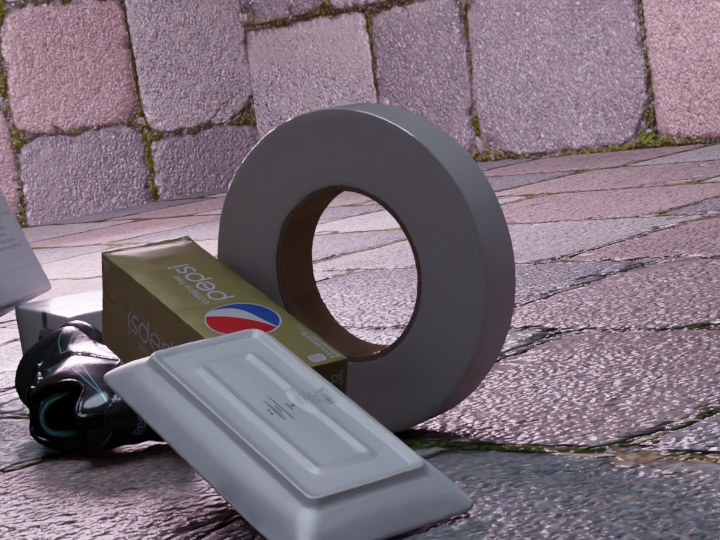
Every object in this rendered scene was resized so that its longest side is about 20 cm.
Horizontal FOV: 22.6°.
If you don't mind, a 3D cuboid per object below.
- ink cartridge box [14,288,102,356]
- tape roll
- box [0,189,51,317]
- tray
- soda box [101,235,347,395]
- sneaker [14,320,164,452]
[{"bbox_3d":[-0.190,0.055,1.432,0.115,0.067,0.200,-11,7,-25],"label":"ink cartridge box"},{"bbox_3d":[0.000,0.000,1.093,0.202,0.204,0.037,-3,8,36],"label":"tape roll"},{"bbox_3d":[-0.400,0.016,1.488,0.198,0.131,0.200,-28,0,20],"label":"box"},{"bbox_3d":[-0.040,0.078,0.917,0.107,0.022,0.200,-12,30,-33],"label":"tray"},{"bbox_3d":[-0.086,0.048,1.083,0.064,0.068,0.200,-12,28,-31],"label":"soda box"},{"bbox_3d":[-0.192,0.079,1.197,0.079,0.076,0.199,-15,9,-34],"label":"sneaker"}]
